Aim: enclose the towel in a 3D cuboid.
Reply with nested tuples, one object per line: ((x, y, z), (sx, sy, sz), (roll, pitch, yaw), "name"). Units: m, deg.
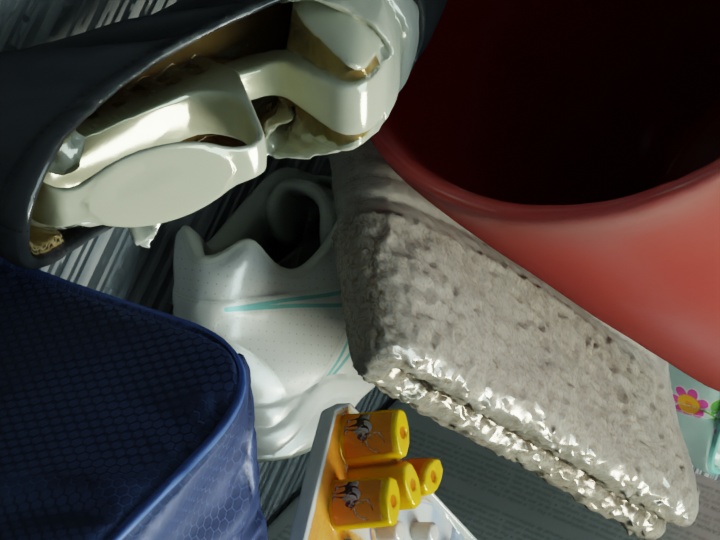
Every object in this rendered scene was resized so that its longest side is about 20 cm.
((0.056, 0.008, 0.916), (0.200, 0.034, 0.133), (30, 43, -46), "towel")

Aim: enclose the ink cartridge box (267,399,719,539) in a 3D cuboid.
((0.038, 0.131, 0.971), (0.200, 0.159, 0.048), (-43, 141, -40), "ink cartridge box")

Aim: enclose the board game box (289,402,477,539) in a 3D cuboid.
((0.027, 0.173, 0.778), (0.200, 0.026, 0.201), (49, 44, -43), "board game box")

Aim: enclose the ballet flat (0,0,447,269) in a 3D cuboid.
((-0.035, -0.051, 0.761), (0.199, 0.073, 0.073), (-24, 131, -28), "ballet flat")

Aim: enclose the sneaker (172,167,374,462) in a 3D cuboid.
((0.000, 0.000, 0.919), (0.200, 0.070, 0.081), (-29, 122, -54), "sneaker")

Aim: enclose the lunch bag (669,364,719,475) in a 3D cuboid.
((0.179, -0.014, 1.217), (0.160, 0.077, 0.201), (-36, 137, -49), "lunch bag")

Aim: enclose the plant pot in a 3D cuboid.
((0.122, -0.056, 0.864), (0.177, 0.200, 0.201), (45, 68, -46), "plant pot")

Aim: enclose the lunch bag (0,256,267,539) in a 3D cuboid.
((-0.110, 0.098, 0.715), (0.200, 0.135, 0.133), (-45, 144, -40), "lunch bag")
